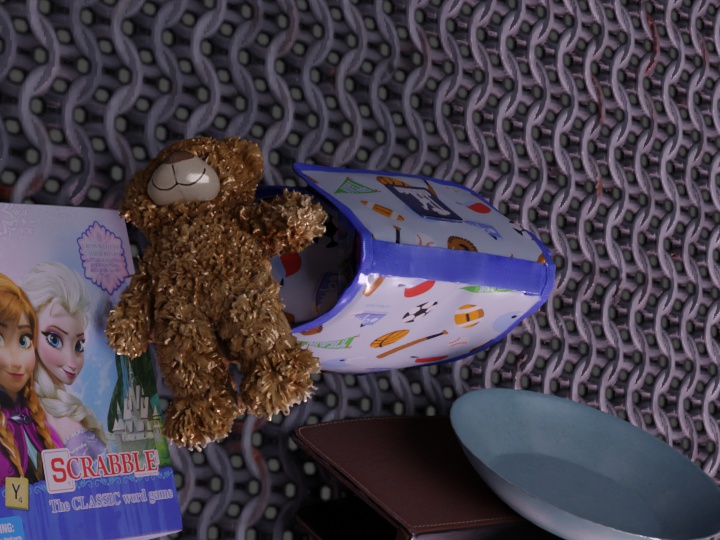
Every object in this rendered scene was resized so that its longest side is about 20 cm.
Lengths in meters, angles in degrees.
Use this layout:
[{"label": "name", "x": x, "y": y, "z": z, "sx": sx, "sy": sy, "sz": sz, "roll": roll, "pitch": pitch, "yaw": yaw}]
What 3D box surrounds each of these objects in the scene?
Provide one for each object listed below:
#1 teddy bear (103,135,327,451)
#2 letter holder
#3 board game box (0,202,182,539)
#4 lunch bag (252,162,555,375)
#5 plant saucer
[{"label": "teddy bear", "x": -0.087, "y": 0.006, "z": 1.137, "sx": 0.067, "sy": 0.144, "sz": 0.202, "roll": 29, "pitch": 56, "yaw": -51}, {"label": "letter holder", "x": 0.044, "y": 0.174, "z": 1.337, "sx": 0.199, "sy": 0.142, "sz": 0.101, "roll": 1, "pitch": 117, "yaw": -44}, {"label": "board game box", "x": -0.195, "y": 0.062, "z": 1.115, "sx": 0.199, "sy": 0.041, "sz": 0.202, "roll": 0, "pitch": 75, "yaw": -55}, {"label": "lunch bag", "x": 0.000, "y": 0.000, "z": 1.238, "sx": 0.169, "sy": 0.199, "sz": 0.125, "roll": 6, "pitch": 82, "yaw": -39}, {"label": "plant saucer", "x": 0.148, "y": 0.142, "z": 1.315, "sx": 0.200, "sy": 0.201, "sz": 0.039, "roll": 4, "pitch": 113, "yaw": -40}]
